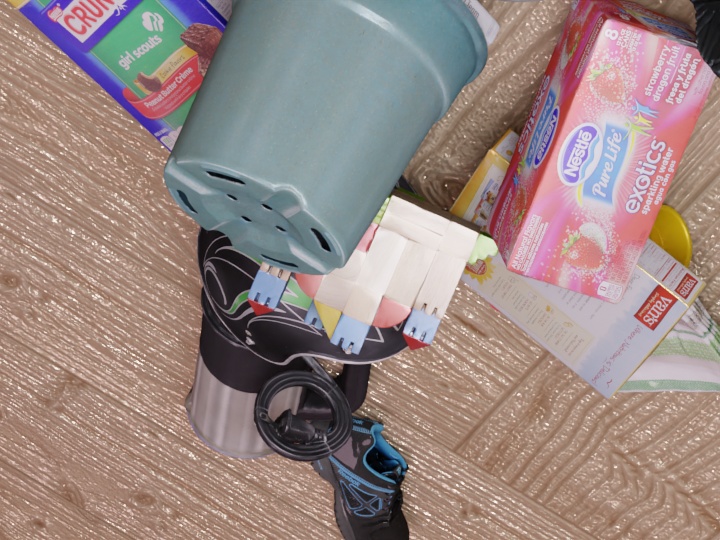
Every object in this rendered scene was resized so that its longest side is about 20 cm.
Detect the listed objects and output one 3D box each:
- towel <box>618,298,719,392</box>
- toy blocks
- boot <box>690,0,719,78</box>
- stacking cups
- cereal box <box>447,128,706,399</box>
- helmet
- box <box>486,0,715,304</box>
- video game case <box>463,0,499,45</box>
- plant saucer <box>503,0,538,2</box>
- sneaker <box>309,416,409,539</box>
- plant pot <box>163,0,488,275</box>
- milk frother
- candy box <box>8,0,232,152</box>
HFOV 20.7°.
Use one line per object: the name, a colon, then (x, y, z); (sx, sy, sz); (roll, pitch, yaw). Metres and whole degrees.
towel: (0.235, 0.056, 1.688); (0.149, 0.031, 0.200); (-4, 151, 30)
toy blocks: (0.000, 0.000, 1.561); (0.199, 0.100, 0.137); (23, 99, 0)
boot: (0.300, -0.140, 1.354); (0.076, 0.200, 0.168); (-40, 117, 17)
stacking cups: (0.186, -0.006, 1.683); (0.199, 0.061, 0.061); (-16, 125, 44)
cereal box: (0.161, -0.003, 1.581); (0.200, 0.040, 0.144); (39, 139, 5)
helmet: (-0.030, -0.017, 1.692); (0.190, 0.200, 0.200); (-9, 130, 50)
box: (0.174, -0.092, 1.437); (0.095, 0.100, 0.201); (17, 109, -12)
video game case: (-0.020, -0.225, 1.473); (0.199, 0.024, 0.182); (3, 149, 48)
plant saucer: (0.111, -0.245, 1.413); (0.199, 0.050, 0.200); (4, 150, 3)
sneaker: (0.013, 0.228, 2.031); (0.082, 0.073, 0.200); (-3, 133, 31)
plant pot: (-0.037, -0.117, 1.438); (0.199, 0.197, 0.200); (24, 159, 10)
milk frother: (-0.088, 0.123, 1.874); (0.180, 0.201, 0.189); (19, 141, 5)
candy box: (-0.166, -0.213, 1.641); (0.200, 0.077, 0.169); (44, 139, -18)
